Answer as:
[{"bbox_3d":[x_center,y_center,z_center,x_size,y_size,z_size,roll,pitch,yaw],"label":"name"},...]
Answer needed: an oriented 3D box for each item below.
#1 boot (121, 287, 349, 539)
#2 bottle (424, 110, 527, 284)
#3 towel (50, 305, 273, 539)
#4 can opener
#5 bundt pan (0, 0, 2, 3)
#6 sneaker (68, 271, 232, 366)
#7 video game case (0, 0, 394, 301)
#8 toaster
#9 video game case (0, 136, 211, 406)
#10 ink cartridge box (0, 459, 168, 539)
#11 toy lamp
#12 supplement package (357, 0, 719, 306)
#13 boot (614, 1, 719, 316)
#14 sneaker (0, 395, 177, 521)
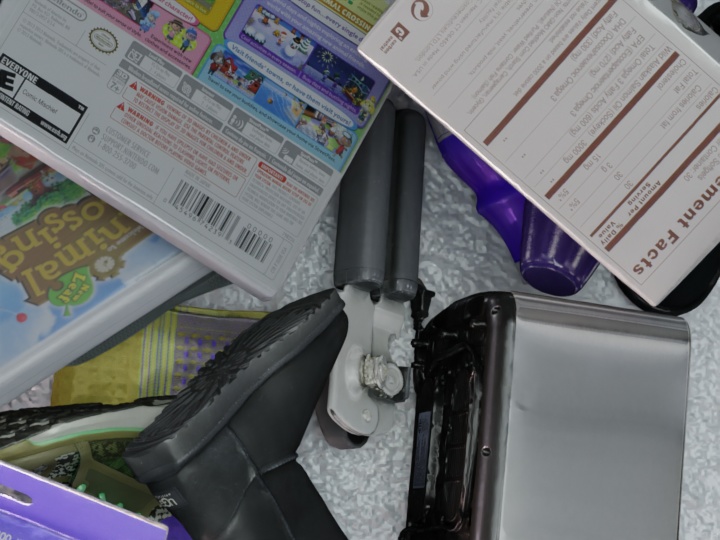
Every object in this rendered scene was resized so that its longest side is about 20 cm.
[{"bbox_3d":[-0.021,0.133,1.290,0.165,0.066,0.200,-42,107,-35],"label":"boot"},{"bbox_3d":[0.081,-0.093,1.398,0.083,0.065,0.200,-19,86,-9],"label":"bottle"},{"bbox_3d":[-0.110,0.114,1.374,0.143,0.023,0.201,10,83,-7],"label":"towel"},{"bbox_3d":[0.000,0.000,1.380,0.053,0.066,0.201,20,72,-44],"label":"can opener"},{"bbox_3d":[-0.200,-0.190,1.304,0.076,0.202,0.202,31,81,3],"label":"bundt pan"},{"bbox_3d":[-0.107,-0.024,1.360,0.200,0.073,0.071,-28,62,-25],"label":"sneaker"},{"bbox_3d":[-0.087,-0.112,1.264,0.200,0.022,0.182,33,73,-13],"label":"video game case"},{"bbox_3d":[0.094,0.099,1.324,0.118,0.181,0.201,6,82,-12],"label":"toaster"},{"bbox_3d":[-0.181,-0.027,1.313,0.200,0.022,0.182,-33,55,-18],"label":"video game case"},{"bbox_3d":[-0.201,0.155,1.258,0.198,0.200,0.043,21,57,5],"label":"ink cartridge box"},{"bbox_3d":[0.135,-0.078,1.353,0.058,0.058,0.200,23,64,-4],"label":"toy lamp"},{"bbox_3d":[0.114,-0.098,1.231,0.200,0.117,0.117,41,104,-5],"label":"supplement package"},{"bbox_3d":[0.207,-0.077,1.361,0.076,0.168,0.201,20,82,-5],"label":"boot"},{"bbox_3d":[-0.131,0.115,1.294,0.200,0.077,0.089,-3,90,-35],"label":"sneaker"}]
